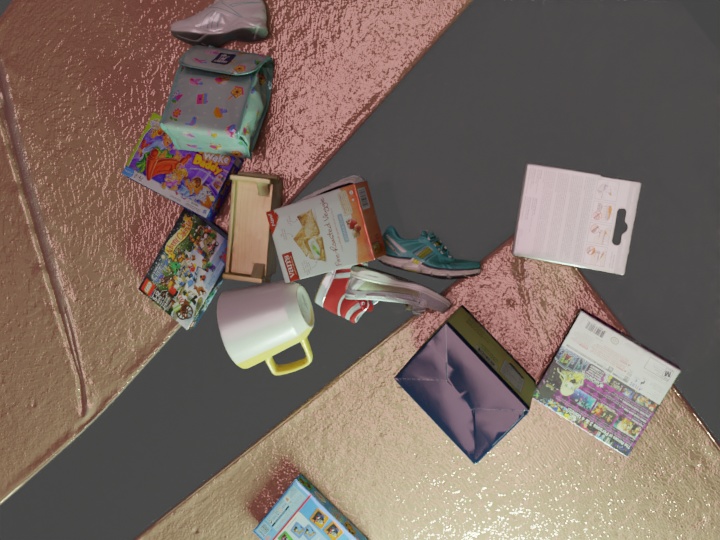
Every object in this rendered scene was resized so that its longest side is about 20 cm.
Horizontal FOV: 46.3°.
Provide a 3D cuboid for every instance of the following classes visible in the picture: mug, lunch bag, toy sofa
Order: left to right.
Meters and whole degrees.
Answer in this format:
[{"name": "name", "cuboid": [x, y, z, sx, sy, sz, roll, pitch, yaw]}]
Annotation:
[{"name": "lunch bag", "cuboid": [-0.261, -0.327, 1.570, 0.166, 0.122, 0.205, 10, 73, 13]}, {"name": "toy sofa", "cuboid": [-0.204, -0.081, 1.596, 0.081, 0.098, 0.205, 7, 98, 9]}, {"name": "mug", "cuboid": [-0.164, 0.096, 1.600, 0.150, 0.187, 0.153, -18, 63, 13]}]

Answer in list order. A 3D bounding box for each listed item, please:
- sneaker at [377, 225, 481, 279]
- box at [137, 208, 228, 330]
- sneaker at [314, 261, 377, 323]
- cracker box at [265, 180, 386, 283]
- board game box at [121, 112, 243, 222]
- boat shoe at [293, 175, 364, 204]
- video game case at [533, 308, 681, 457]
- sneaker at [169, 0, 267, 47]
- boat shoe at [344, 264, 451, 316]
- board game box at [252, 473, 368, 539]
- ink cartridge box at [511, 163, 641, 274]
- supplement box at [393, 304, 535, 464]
[{"name": "sneaker", "cuboid": [0.125, -0.030, 1.528, 0.195, 0.077, 0.082, 14, 91, 14]}, {"name": "box", "cuboid": [-0.339, -0.005, 1.677, 0.135, 0.038, 0.202, 35, 104, 9]}, {"name": "sneaker", "cuboid": [0.000, 0.000, 1.565, 0.111, 0.071, 0.203, 31, 111, 14]}, {"name": "cracker box", "cuboid": [-0.063, -0.067, 1.511, 0.196, 0.057, 0.137, -15, 94, 30]}, {"name": "board game box", "cuboid": [-0.345, -0.201, 1.635, 0.197, 0.045, 0.137, 26, 85, 11]}, {"name": "boat shoe", "cuboid": [-0.080, -0.118, 1.577, 0.198, 0.065, 0.074, -34, 87, 16]}, {"name": "video game case", "cuboid": [0.429, 0.197, 1.484, 0.197, 0.036, 0.184, 30, 103, 11]}, {"name": "sneaker", "cuboid": [-0.267, -0.475, 1.598, 0.195, 0.070, 0.082, -3, 80, 13]}, {"name": "boat shoe", "cuboid": [0.068, 0.046, 1.521, 0.198, 0.074, 0.066, 17, 92, -18]}, {"name": "board game box", "cuboid": [-0.095, 0.530, 1.667, 0.199, 0.037, 0.152, 42, 105, 8]}, {"name": "ink cartridge box", "cuboid": [0.373, -0.091, 1.467, 0.195, 0.050, 0.165, 10, 98, 10]}, {"name": "supplement box", "cuboid": [0.188, 0.190, 1.466, 0.200, 0.199, 0.134, 46, 105, 6]}]
